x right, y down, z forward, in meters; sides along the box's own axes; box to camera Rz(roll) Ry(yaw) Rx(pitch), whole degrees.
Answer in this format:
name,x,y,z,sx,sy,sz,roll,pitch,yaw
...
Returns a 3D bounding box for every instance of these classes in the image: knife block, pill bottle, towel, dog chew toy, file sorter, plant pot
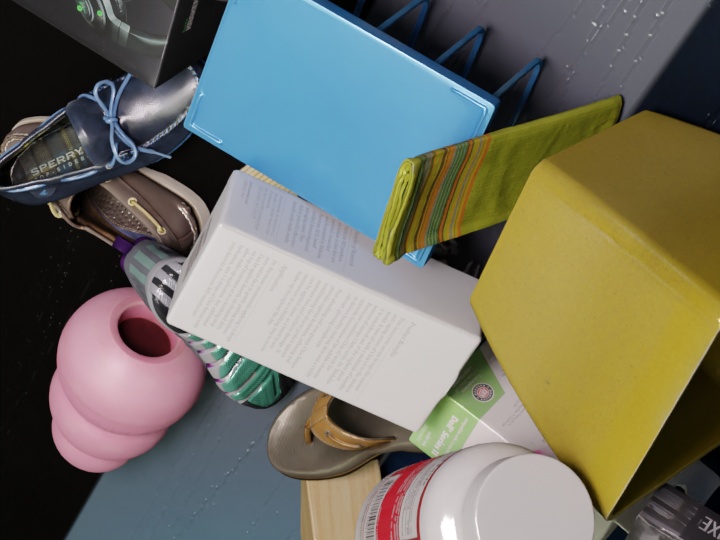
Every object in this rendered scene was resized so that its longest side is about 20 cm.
name,x,y,z,sx,sy,sz,roll,pitch,yaw
knife block,-0.002,0.277,1.800,0.064,0.176,0.200,-5,122,-11
pill bottle,0.078,0.177,1.518,0.112,0.112,0.200,54,158,-3
towel,0.096,-0.062,1.510,0.018,0.200,0.086,46,137,30
dog chew toy,-0.205,0.102,1.876,0.125,0.125,0.200,42,140,8
file sorter,0.006,-0.127,1.569,0.200,0.123,0.139,31,123,11
plant pot,0.194,0.009,1.496,0.176,0.200,0.200,43,133,21

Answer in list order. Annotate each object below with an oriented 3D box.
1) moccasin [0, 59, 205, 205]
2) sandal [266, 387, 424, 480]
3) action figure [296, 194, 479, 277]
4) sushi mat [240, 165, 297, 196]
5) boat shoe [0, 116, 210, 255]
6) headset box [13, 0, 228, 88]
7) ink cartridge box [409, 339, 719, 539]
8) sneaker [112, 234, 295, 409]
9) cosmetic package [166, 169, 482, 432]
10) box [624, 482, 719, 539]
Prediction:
name,x,y,z,sx,sy,sz,roll,pitch,yaw
moccasin,-0.202,-0.101,1.746,0.200,0.068,0.081,-33,80,20
sandal,0.003,0.117,1.752,0.200,0.055,0.082,-8,67,36
action figure,0.000,0.000,1.660,0.200,0.130,0.069,40,174,10
sushi mat,-0.010,-0.079,1.698,0.200,0.012,0.096,-34,94,43
boat shoe,-0.218,-0.064,1.822,0.200,0.060,0.072,28,129,19
headset box,-0.176,-0.258,1.654,0.200,0.093,0.174,32,130,16
ink cartridge box,0.151,0.138,1.641,0.200,0.117,0.067,38,133,12
sneaker,-0.120,0.034,1.781,0.088,0.074,0.200,38,171,41
cosmetic package,-0.023,0.022,1.571,0.200,0.071,0.101,25,126,-10
box,0.233,0.263,1.553,0.158,0.050,0.200,32,130,13
